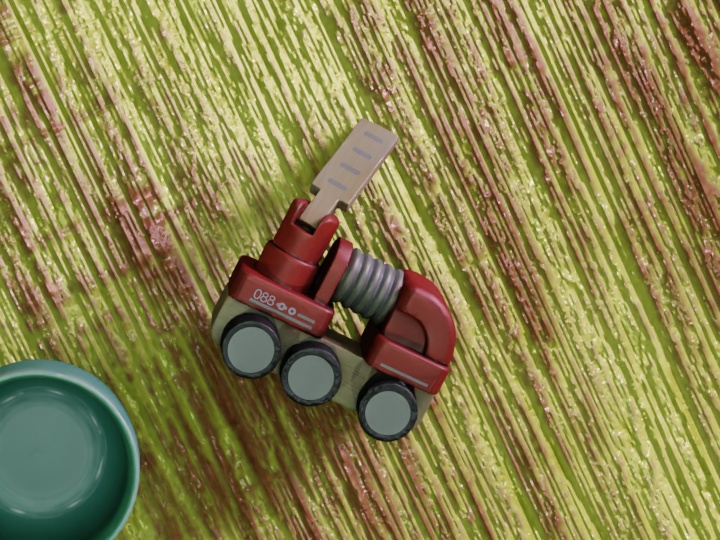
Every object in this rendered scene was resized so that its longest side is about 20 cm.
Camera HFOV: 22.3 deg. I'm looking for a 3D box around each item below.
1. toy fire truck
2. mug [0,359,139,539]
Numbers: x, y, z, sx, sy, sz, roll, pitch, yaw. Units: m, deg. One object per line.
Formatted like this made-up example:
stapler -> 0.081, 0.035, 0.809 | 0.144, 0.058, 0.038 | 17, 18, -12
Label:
toy fire truck -> 0.000, 0.000, 1.395 | 0.175, 0.129, 0.201 | 25, 100, -9
mug -> -0.256, 0.147, 1.361 | 0.184, 0.114, 0.153 | -16, 96, -5
